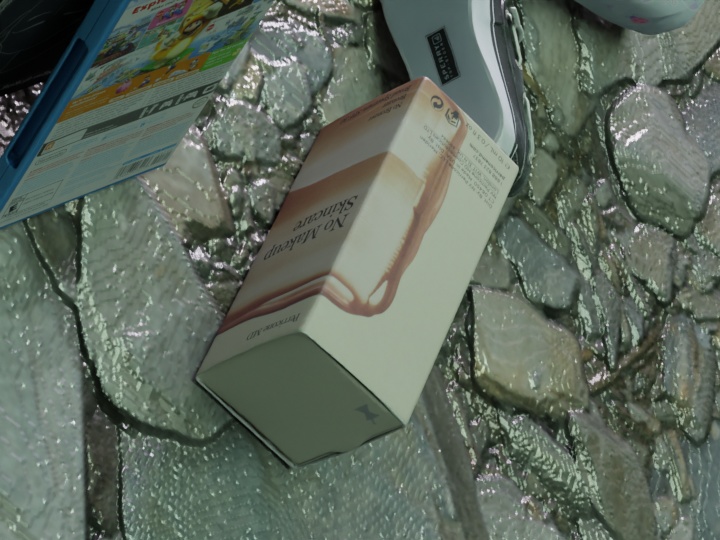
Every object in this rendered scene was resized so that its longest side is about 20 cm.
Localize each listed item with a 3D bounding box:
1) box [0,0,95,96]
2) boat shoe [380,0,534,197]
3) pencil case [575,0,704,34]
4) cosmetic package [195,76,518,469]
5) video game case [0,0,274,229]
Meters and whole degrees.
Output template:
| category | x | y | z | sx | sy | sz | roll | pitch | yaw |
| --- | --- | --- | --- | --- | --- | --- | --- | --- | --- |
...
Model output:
| category | x | y | z | sx | sy | sz | roll | pitch | yaw |
| --- | --- | --- | --- | --- | --- | --- | --- | --- | --- |
| box | -0.158 | -0.182 | 1.406 | 0.200 | 0.197 | 0.124 | -25 | 80 | -46 |
| boat shoe | 0.066 | -0.137 | 1.700 | 0.068 | 0.073 | 0.200 | 33 | 35 | -54 |
| pencil case | 0.140 | -0.225 | 1.800 | 0.200 | 0.083 | 0.091 | 23 | 73 | -35 |
| cosmetic package | 0.000 | 0.000 | 1.570 | 0.087 | 0.103 | 0.200 | 43 | 48 | -22 |
| video game case | -0.111 | -0.103 | 1.438 | 0.143 | 0.200 | 0.018 | -24 | 69 | -46 |
